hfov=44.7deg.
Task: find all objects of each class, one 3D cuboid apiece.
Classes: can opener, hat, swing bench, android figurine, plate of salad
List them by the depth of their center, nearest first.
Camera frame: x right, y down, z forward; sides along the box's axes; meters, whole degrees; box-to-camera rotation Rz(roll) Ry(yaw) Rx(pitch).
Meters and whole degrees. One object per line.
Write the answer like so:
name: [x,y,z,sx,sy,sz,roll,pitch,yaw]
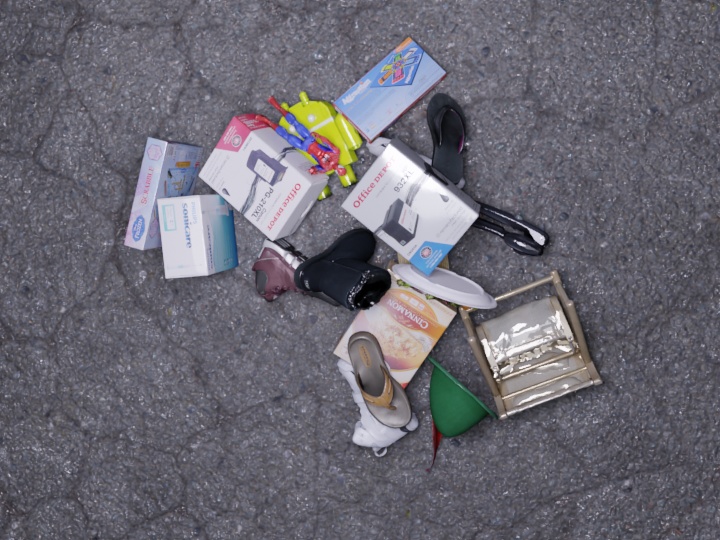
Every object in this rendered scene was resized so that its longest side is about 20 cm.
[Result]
plate of salad: [0.148,0.036,1.571,0.199,0.200,0.048,20,104,5]
swing bench: [0.313,0.140,1.618,0.198,0.130,0.201,-21,117,8]
hat: [0.143,0.288,1.624,0.200,0.166,0.176,42,88,-22]
can opener: [0.261,-0.088,1.644,0.199,0.079,0.064,31,91,17]
android figurine: [-0.086,-0.240,1.671,0.181,0.041,0.201,-23,94,25]

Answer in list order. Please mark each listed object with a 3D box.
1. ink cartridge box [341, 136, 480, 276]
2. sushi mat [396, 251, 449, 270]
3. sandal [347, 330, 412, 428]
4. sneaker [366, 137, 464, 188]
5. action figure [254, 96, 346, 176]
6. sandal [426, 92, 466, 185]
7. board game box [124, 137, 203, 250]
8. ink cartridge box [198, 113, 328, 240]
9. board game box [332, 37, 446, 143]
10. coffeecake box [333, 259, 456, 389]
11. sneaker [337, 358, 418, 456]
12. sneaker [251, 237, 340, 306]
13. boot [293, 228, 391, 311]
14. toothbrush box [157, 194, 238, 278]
ink cartridge box: [0.089,-0.113,1.538,0.200,0.084,0.145,39,109,-2]
sushi mat: [0.114,-0.045,1.642,0.095,0.012,0.201,-6,125,6]
sandal: [0.032,0.209,1.625,0.081,0.055,0.201,-19,101,9]
sneaker: [0.085,-0.167,1.643,0.199,0.075,0.115,27,98,3]
action figure: [-0.109,-0.238,1.604,0.200,0.099,0.065,38,102,4]
sandal: [0.165,-0.248,1.604,0.075,0.048,0.201,6,62,-14]
board game box: [-0.368,-0.145,1.652,0.041,0.200,0.201,15,96,7]
ink cartridge box: [-0.183,-0.177,1.657,0.200,0.084,0.145,41,115,8]
board game box: [0.055,-0.336,1.627,0.200,0.019,0.103,-43,82,-12]
coffeecake box: [0.066,0.108,1.661,0.153,0.073,0.200,32,107,-2]
sneaker: [0.008,0.267,1.701,0.200,0.075,0.115,43,96,-1]
sneaker: [-0.129,0.032,1.708,0.200,0.076,0.116,39,106,12]
boot: [0.000,0.000,1.599,0.168,0.200,0.077,20,129,42]
toothbrush box: [-0.302,-0.068,1.650,0.085,0.200,0.147,-5,95,8]
